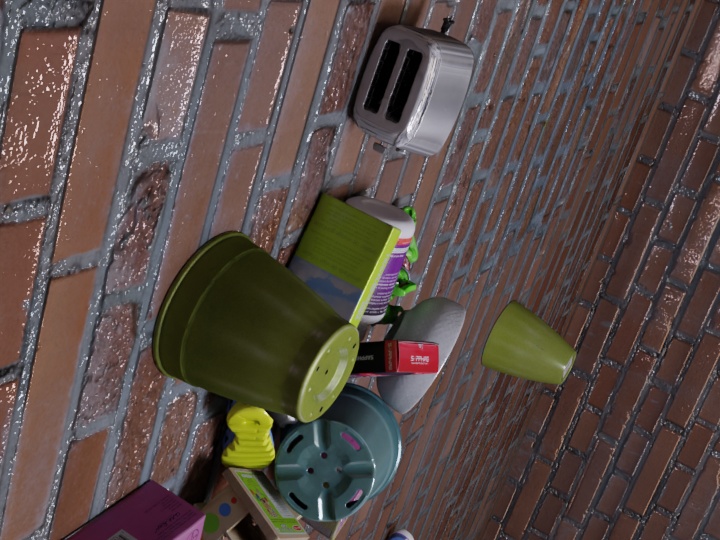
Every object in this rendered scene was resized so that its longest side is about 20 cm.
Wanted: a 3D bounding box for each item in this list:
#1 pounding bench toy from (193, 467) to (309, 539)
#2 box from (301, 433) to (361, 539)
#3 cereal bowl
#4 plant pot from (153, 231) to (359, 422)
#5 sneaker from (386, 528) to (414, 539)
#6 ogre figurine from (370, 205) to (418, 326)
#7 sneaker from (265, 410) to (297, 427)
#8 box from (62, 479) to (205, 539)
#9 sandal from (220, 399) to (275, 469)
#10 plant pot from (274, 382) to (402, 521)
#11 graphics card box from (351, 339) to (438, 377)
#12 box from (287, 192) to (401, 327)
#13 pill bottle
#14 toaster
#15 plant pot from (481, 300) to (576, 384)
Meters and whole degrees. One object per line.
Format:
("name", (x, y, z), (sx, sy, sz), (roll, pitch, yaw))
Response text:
("pounding bench toy", (-0.174, 0.390, 1.522), (0.156, 0.124, 0.200), (-42, 159, 5))
("box", (-0.033, 0.353, 1.811), (0.176, 0.096, 0.200), (-54, 172, -23))
("cereal bowl", (0.083, 0.125, 1.684), (0.201, 0.083, 0.200), (-58, -175, 9))
("plant pot", (-0.113, 0.084, 1.267), (0.200, 0.192, 0.201), (-48, 154, -33))
("sneaker", (0.059, 0.748, 2.574), (0.146, 0.080, 0.201), (-36, 151, -57))
("ogre figurine", (0.048, 0.005, 1.682), (0.201, 0.098, 0.120), (-59, 173, 24))
("sneaker", (-0.102, 0.152, 1.436), (0.076, 0.091, 0.200), (-24, -169, 18))
("box", (-0.302, 0.403, 1.328), (0.176, 0.096, 0.201), (-29, 141, -56))
("sandal", (-0.157, 0.216, 1.486), (0.201, 0.079, 0.087), (108, -17, -50))
("plant pot", (-0.042, 0.281, 1.581), (0.201, 0.199, 0.196), (-65, 175, 4))
("graphics card box", (0.003, 0.134, 1.567), (0.125, 0.199, 0.051), (9, 78, -58))
("box", (-0.040, 0.009, 1.445), (0.201, 0.121, 0.048), (-64, 159, 3))
("pill bottle", (0.000, 0.000, 1.540), (0.112, 0.112, 0.201), (-17, 130, -61))
("toaster", (0.074, -0.253, 1.422), (0.129, 0.113, 0.201), (-11, 126, -61))
("plant pot", (0.441, 0.205, 2.671), (0.187, 0.199, 0.188), (-48, 154, -33))
